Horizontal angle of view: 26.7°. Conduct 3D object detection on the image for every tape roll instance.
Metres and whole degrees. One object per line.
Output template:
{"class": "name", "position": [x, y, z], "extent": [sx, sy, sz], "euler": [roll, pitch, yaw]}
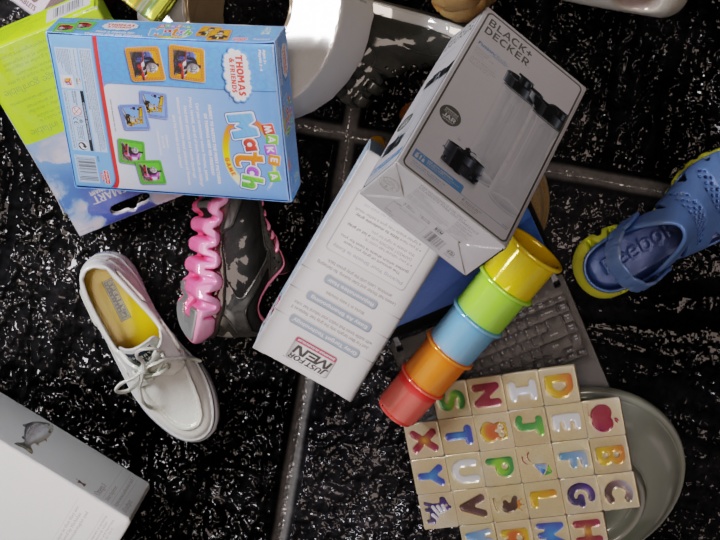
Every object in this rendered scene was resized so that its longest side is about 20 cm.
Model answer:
{"class": "tape roll", "position": [-0.091, -0.230, 1.325], "extent": [0.202, 0.071, 0.203], "euler": [1, 92, 23]}

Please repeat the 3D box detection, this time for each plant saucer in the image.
{"class": "plant saucer", "position": [0.203, 0.201, 1.389], "extent": [0.200, 0.050, 0.200], "euler": [-2, 119, -3]}

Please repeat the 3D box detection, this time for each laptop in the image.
{"class": "laptop", "position": [0.107, 0.057, 1.357], "extent": [0.177, 0.103, 0.200], "euler": [-23, 82, 9]}

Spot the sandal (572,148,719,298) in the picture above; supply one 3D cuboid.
{"class": "sandal", "position": [0.285, -0.038, 1.366], "extent": [0.200, 0.087, 0.079], "euler": [-39, 94, 5]}

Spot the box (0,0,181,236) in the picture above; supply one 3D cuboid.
{"class": "box", "position": [-0.244, -0.138, 1.358], "extent": [0.122, 0.048, 0.200], "euler": [-21, 124, 6]}

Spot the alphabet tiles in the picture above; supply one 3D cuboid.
{"class": "alphabet tiles", "position": [0.142, 0.173, 1.351], "extent": [0.200, 0.006, 0.166], "euler": [-9, 95, 19]}

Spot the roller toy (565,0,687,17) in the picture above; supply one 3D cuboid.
{"class": "roller toy", "position": [0.220, -0.311, 1.275], "extent": [0.140, 0.200, 0.182], "euler": [11, 104, 1]}

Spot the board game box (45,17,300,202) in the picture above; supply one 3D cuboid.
{"class": "board game box", "position": [-0.156, -0.135, 1.286], "extent": [0.200, 0.037, 0.151], "euler": [5, 124, 14]}

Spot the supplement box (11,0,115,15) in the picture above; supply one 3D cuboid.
{"class": "supplement box", "position": [-0.239, -0.313, 1.356], "extent": [0.109, 0.061, 0.200], "euler": [35, 97, -3]}

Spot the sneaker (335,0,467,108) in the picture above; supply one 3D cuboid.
{"class": "sneaker", "position": [0.036, -0.186, 1.364], "extent": [0.200, 0.071, 0.099], "euler": [15, 101, 6]}

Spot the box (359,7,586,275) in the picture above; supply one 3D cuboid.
{"class": "box", "position": [0.096, -0.109, 1.248], "extent": [0.117, 0.060, 0.200], "euler": [38, 53, -10]}

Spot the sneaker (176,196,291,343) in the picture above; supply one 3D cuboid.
{"class": "sneaker", "position": [-0.107, -0.028, 1.398], "extent": [0.095, 0.079, 0.200], "euler": [7, 100, -21]}

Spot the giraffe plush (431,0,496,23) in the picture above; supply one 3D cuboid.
{"class": "giraffe plush", "position": [0.060, -0.329, 1.303], "extent": [0.162, 0.173, 0.200], "euler": [21, 94, 9]}

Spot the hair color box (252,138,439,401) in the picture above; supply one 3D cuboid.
{"class": "hair color box", "position": [0.000, 0.000, 1.301], "extent": [0.099, 0.061, 0.200], "euler": [29, 103, -5]}

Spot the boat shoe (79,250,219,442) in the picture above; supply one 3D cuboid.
{"class": "boat shoe", "position": [-0.197, 0.075, 1.399], "extent": [0.075, 0.086, 0.202], "euler": [-27, 96, 6]}

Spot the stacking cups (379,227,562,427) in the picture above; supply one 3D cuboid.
{"class": "stacking cups", "position": [0.090, 0.055, 1.319], "extent": [0.061, 0.061, 0.200], "euler": [37, 106, -4]}

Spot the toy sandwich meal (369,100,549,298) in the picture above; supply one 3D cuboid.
{"class": "toy sandwich meal", "position": [0.077, -0.065, 1.374], "extent": [0.205, 0.070, 0.205], "euler": [-5, 125, -8]}

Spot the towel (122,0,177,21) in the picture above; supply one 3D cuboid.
{"class": "towel", "position": [-0.226, -0.303, 1.310], "extent": [0.200, 0.018, 0.086], "euler": [38, 92, 7]}

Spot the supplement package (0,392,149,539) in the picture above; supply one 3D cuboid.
{"class": "supplement package", "position": [-0.315, 0.208, 1.408], "extent": [0.200, 0.117, 0.117], "euler": [32, 99, -3]}
